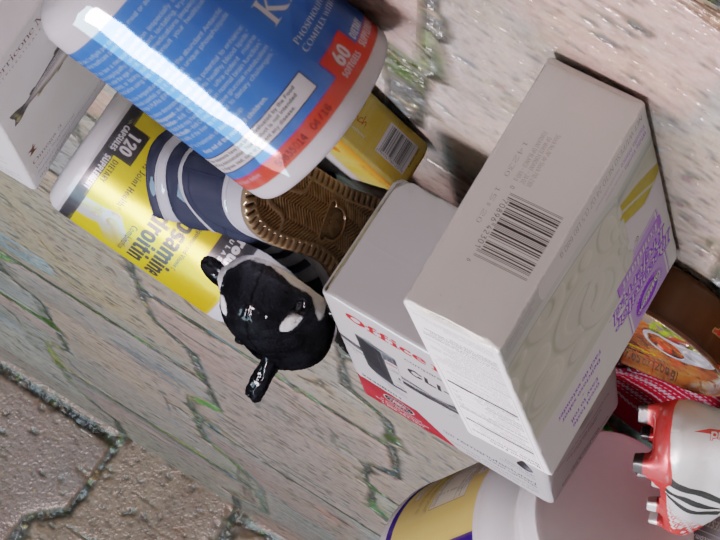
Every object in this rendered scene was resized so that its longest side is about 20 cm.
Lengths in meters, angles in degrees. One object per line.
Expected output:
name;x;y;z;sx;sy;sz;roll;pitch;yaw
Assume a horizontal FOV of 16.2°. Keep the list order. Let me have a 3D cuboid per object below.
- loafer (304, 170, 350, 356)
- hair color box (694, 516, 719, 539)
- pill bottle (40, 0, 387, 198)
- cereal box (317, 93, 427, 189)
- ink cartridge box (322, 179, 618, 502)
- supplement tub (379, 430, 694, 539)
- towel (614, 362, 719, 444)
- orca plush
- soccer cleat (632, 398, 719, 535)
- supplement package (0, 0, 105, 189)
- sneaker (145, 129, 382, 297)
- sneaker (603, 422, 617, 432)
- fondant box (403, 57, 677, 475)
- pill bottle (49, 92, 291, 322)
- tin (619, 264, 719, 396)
loafer;0.000;0.000;1.624;0.200;0.071;0.073;56;170;-29
hair color box;0.303;0.212;1.708;0.200;0.064;0.111;34;171;-40
pill bottle;-0.093;-0.137;1.304;0.200;0.112;0.112;37;167;-16
cereal box;-0.071;-0.113;1.495;0.200;0.040;0.144;18;164;49
ink cartridge box;0.069;0.045;1.484;0.144;0.084;0.200;30;166;16
supplement tub;0.114;0.189;1.676;0.145;0.146;0.200;36;149;-14
towel;0.215;0.093;1.611;0.144;0.023;0.200;37;167;-17
orca plush;-0.064;0.043;1.554;0.105;0.071;0.200;26;172;-7
soccer cleat;0.216;0.121;1.533;0.085;0.069;0.200;5;164;14
supplement package;-0.236;-0.153;1.591;0.117;0.117;0.200;31;168;11
sneaker;-0.051;-0.032;1.536;0.108;0.070;0.200;17;169;35
sneaker;0.115;0.112;1.771;0.200;0.084;0.077;41;171;-39
fondant box;0.096;0.003;1.280;0.058;0.145;0.200;27;166;19
pill bottle;-0.100;-0.036;1.704;0.200;0.112;0.112;34;168;-6
tin;0.138;0.013;1.466;0.200;0.042;0.112;23;168;42
